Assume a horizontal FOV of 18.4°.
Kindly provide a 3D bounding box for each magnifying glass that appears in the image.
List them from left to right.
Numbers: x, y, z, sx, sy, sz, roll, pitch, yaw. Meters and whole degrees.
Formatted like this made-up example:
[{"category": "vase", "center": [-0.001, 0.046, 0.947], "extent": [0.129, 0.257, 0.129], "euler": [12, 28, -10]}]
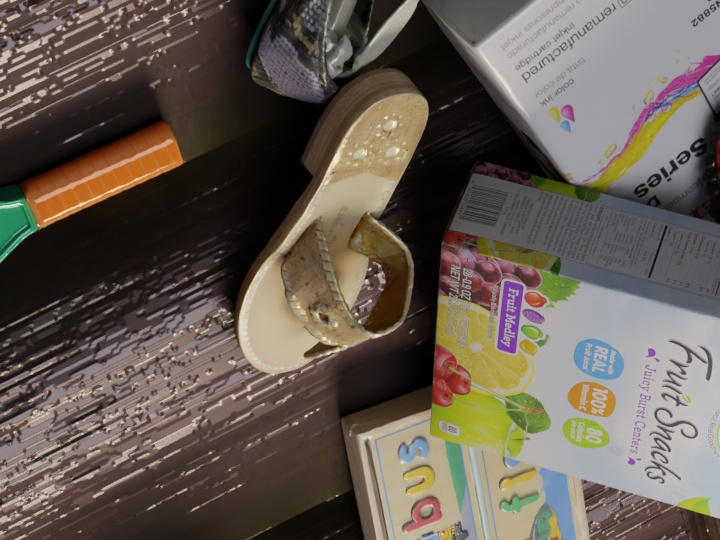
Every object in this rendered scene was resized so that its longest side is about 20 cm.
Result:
[{"category": "magnifying glass", "center": [-0.182, -0.024, 1.087], "extent": [0.200, 0.022, 0.080], "euler": [-24, 127, -9]}]

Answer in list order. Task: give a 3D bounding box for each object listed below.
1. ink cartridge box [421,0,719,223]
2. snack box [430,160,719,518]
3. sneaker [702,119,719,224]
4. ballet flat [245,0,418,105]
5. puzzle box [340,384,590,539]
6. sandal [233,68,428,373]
[{"category": "ink cartridge box", "center": [0.144, -0.111, 1.148], "extent": [0.145, 0.084, 0.200], "euler": [-39, 129, 2]}, {"category": "snack box", "center": [0.141, 0.042, 1.158], "extent": [0.200, 0.068, 0.169], "euler": [14, 142, 11]}, {"category": "sneaker", "center": [0.259, -0.020, 1.152], "extent": [0.200, 0.079, 0.096], "euler": [46, 58, -12]}, {"category": "ballet flat", "center": [0.009, -0.166, 1.054], "extent": [0.072, 0.072, 0.201], "euler": [7, 118, -29]}, {"category": "puzzle box", "center": [0.068, 0.153, 1.295], "extent": [0.133, 0.025, 0.200], "euler": [-19, 117, -15]}, {"category": "sandal", "center": [-0.005, 0.001, 1.120], "extent": [0.078, 0.070, 0.212], "euler": [-12, 140, -33]}]
